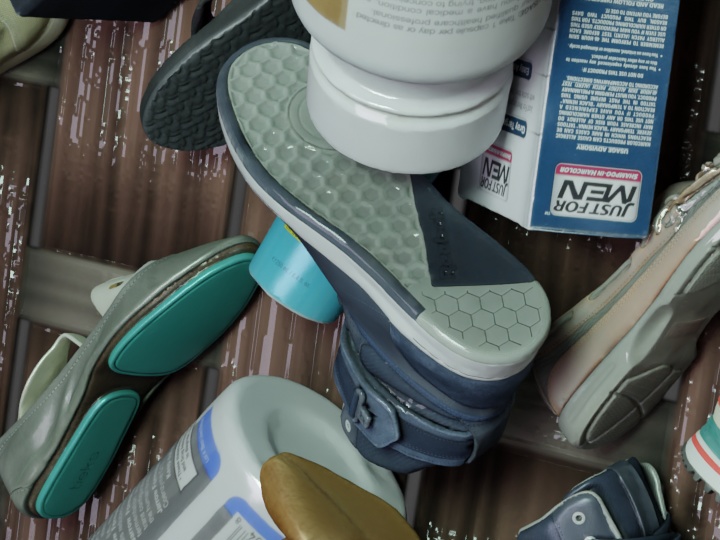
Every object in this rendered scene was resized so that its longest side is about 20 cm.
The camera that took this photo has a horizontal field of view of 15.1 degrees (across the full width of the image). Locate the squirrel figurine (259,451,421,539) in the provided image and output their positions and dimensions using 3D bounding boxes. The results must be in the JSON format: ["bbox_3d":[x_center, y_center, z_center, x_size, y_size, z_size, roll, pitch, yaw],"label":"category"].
[{"bbox_3d":[-0.017,0.211,1.222,0.199,0.142,0.187,23,128,-15],"label":"squirrel figurine"}]

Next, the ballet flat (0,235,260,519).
[{"bbox_3d":[-0.126,0.041,1.378,0.200,0.067,0.064,-52,57,23],"label":"ballet flat"}]

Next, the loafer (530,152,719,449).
[{"bbox_3d":[0.140,-0.007,1.208,0.063,0.072,0.200,51,120,26],"label":"loafer"}]

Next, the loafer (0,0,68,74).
[{"bbox_3d":[-0.242,-0.111,1.436,0.200,0.068,0.076,-35,75,29],"label":"loafer"}]

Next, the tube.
[{"bbox_3d":[0.018,-0.069,1.295,0.077,0.050,0.200,34,107,8],"label":"tube"}]

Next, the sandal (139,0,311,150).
[{"bbox_3d":[-0.032,-0.136,1.314,0.200,0.075,0.048,-45,45,18],"label":"sandal"}]

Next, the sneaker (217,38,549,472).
[{"bbox_3d":[-0.001,0.001,1.246,0.203,0.077,0.146,51,157,21],"label":"sneaker"}]

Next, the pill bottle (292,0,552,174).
[{"bbox_3d":[0.028,-0.142,1.124,0.114,0.114,0.200,35,142,25],"label":"pill bottle"}]

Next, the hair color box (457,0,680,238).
[{"bbox_3d":[0.097,-0.121,1.203,0.100,0.060,0.201,-146,63,-71],"label":"hair color box"}]

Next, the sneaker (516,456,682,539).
[{"bbox_3d":[0.156,0.153,1.201,0.202,0.077,0.147,-11,90,33],"label":"sneaker"}]

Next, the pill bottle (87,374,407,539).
[{"bbox_3d":[-0.079,0.155,1.327,0.200,0.114,0.114,-47,70,25],"label":"pill bottle"}]

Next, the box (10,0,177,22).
[{"bbox_3d":[-0.109,-0.255,1.314,0.198,0.123,0.201,-35,75,30],"label":"box"}]

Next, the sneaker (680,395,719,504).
[{"bbox_3d":[0.230,0.092,1.147,0.200,0.070,0.094,36,106,36],"label":"sneaker"}]
